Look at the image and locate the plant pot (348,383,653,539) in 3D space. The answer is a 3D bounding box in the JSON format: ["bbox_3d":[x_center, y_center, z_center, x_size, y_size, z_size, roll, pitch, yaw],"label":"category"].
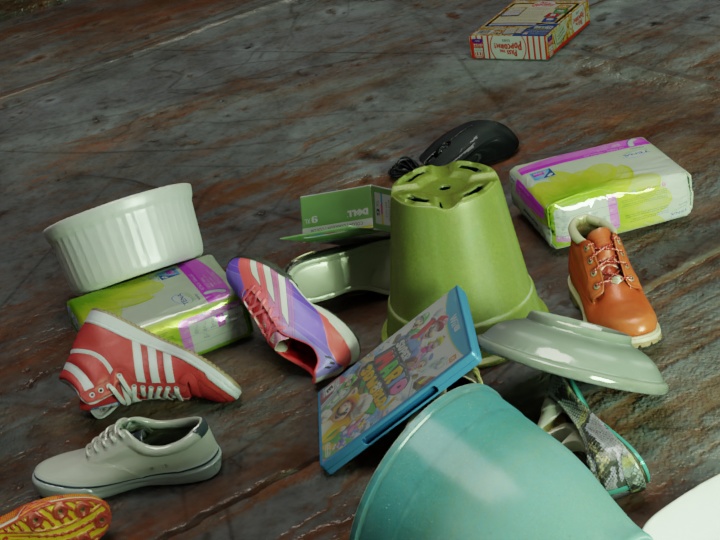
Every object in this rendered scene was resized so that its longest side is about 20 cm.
[{"bbox_3d":[0.125,0.222,1.085,0.188,0.200,0.200,29,45,33],"label":"plant pot"}]

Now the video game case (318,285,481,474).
[{"bbox_3d":[0.036,0.111,1.397,0.200,0.018,0.143,-38,22,15],"label":"video game case"}]

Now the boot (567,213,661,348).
[{"bbox_3d":[0.278,0.012,1.519,0.075,0.107,0.200,-12,28,-7],"label":"boot"}]

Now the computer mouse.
[{"bbox_3d":[0.150,-0.180,1.993,0.200,0.053,0.138,-26,30,-28],"label":"computer mouse"}]

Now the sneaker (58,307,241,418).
[{"bbox_3d":[-0.241,0.131,1.514,0.200,0.071,0.113,24,70,11],"label":"sneaker"}]

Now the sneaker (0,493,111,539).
[{"bbox_3d":[-0.341,0.257,1.305,0.200,0.073,0.077,-16,17,-16],"label":"sneaker"}]

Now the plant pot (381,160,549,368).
[{"bbox_3d":[0.107,-0.016,1.540,0.200,0.190,0.200,-8,28,5],"label":"plant pot"}]

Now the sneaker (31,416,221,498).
[{"bbox_3d":[-0.247,0.187,1.403,0.200,0.071,0.073,-10,27,0],"label":"sneaker"}]

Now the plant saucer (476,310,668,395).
[{"bbox_3d":[0.217,0.077,1.366,0.200,0.050,0.200,14,4,-1],"label":"plant saucer"}]

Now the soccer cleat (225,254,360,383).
[{"bbox_3d":[-0.093,0.053,1.555,0.200,0.068,0.073,37,50,21],"label":"soccer cleat"}]

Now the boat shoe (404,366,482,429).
[{"bbox_3d":[0.095,0.128,1.378,0.060,0.072,0.200,-28,22,29],"label":"boat shoe"}]

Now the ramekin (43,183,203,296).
[{"bbox_3d":[-0.303,-0.037,1.758,0.200,0.098,0.200,-18,0,0],"label":"ramekin"}]

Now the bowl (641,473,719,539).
[{"bbox_3d":[0.350,0.241,1.081,0.200,0.075,0.200,-22,29,-23],"label":"bowl"}]

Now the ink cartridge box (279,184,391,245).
[{"bbox_3d":[-0.007,-0.067,1.671,0.104,0.059,0.200,-7,-6,30],"label":"ink cartridge box"}]

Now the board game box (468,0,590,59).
[{"bbox_3d":[0.309,-0.439,2.445,0.151,0.046,0.200,7,32,31],"label":"board game box"}]

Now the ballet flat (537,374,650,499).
[{"bbox_3d":[0.207,0.159,1.304,0.072,0.072,0.200,-15,26,-9],"label":"ballet flat"}]

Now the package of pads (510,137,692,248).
[{"bbox_3d":[0.313,-0.104,1.754,0.200,0.068,0.155,-15,27,-7],"label":"package of pads"}]

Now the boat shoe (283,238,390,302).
[{"bbox_3d":[0.000,-0.003,1.682,0.202,0.072,0.060,-9,12,-14],"label":"boat shoe"}]

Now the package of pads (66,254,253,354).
[{"bbox_3d":[-0.245,0.059,1.656,0.200,0.068,0.155,-20,27,-16],"label":"package of pads"}]
